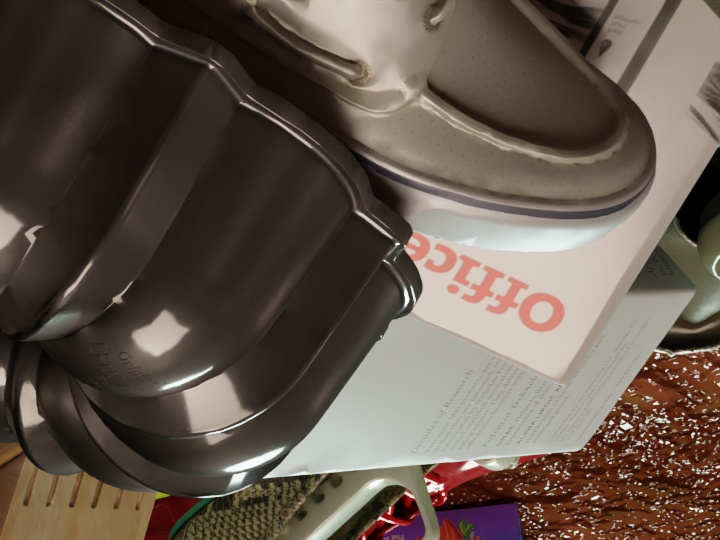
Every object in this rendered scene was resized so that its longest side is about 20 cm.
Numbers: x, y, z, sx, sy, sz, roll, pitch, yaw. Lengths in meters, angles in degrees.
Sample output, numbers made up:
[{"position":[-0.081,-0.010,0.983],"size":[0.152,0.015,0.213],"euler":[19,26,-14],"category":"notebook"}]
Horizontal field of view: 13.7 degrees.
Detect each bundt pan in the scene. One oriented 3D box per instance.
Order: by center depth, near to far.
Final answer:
[{"position":[-0.090,-0.007,0.775],"size":[0.201,0.076,0.202],"euler":[24,160,9],"category":"bundt pan"}]

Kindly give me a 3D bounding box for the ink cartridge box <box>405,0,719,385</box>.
[{"position":[0.041,-0.088,0.840],"size":[0.146,0.084,0.200],"euler":[24,109,-16],"category":"ink cartridge box"}]

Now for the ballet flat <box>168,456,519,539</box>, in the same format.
[{"position":[0.013,0.068,1.107],"size":[0.200,0.075,0.068],"euler":[-45,143,7],"category":"ballet flat"}]

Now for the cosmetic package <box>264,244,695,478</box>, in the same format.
[{"position":[0.000,0.000,0.970],"size":[0.200,0.113,0.081],"euler":[-1,133,-45],"category":"cosmetic package"}]

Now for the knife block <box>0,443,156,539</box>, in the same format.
[{"position":[-0.146,0.050,1.067],"size":[0.064,0.175,0.201],"euler":[6,106,-44],"category":"knife block"}]

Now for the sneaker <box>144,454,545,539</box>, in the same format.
[{"position":[-0.003,0.108,1.198],"size":[0.199,0.116,0.078],"euler":[-16,144,18],"category":"sneaker"}]

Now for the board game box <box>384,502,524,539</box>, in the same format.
[{"position":[-0.019,0.166,1.349],"size":[0.199,0.045,0.135],"euler":[-7,146,6],"category":"board game box"}]

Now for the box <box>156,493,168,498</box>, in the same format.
[{"position":[-0.080,0.015,1.114],"size":[0.122,0.048,0.200],"euler":[-15,144,16],"category":"box"}]

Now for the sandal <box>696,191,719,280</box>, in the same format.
[{"position":[0.210,0.000,0.966],"size":[0.200,0.058,0.080],"euler":[-3,152,11],"category":"sandal"}]

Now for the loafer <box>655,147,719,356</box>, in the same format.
[{"position":[0.122,-0.023,1.053],"size":[0.075,0.070,0.200],"euler":[-1,146,-3],"category":"loafer"}]

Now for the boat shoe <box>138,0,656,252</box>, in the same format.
[{"position":[-0.004,-0.072,0.747],"size":[0.200,0.071,0.070],"euler":[28,138,-13],"category":"boat shoe"}]
